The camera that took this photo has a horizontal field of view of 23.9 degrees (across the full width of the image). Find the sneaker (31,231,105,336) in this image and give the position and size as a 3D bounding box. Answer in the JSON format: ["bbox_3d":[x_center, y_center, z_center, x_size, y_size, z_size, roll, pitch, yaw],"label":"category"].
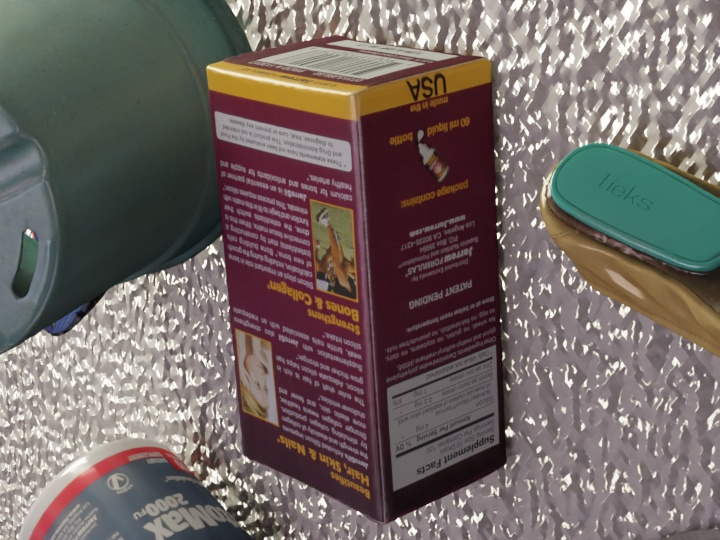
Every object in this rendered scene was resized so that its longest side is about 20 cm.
[{"bbox_3d":[-0.172,-0.057,0.987,0.078,0.075,0.202,13,112,10],"label":"sneaker"}]

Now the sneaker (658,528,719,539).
[{"bbox_3d":[0.126,0.192,0.744,0.116,0.074,0.200,53,139,2],"label":"sneaker"}]

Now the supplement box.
[{"bbox_3d":[0.000,0.000,0.797,0.110,0.085,0.202,17,118,47],"label":"supplement box"}]

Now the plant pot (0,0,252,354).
[{"bbox_3d":[-0.173,-0.058,0.840,0.198,0.196,0.202,6,112,16],"label":"plant pot"}]

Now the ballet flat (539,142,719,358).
[{"bbox_3d":[0.152,0.010,0.641,0.200,0.069,0.063,36,159,42],"label":"ballet flat"}]

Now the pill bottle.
[{"bbox_3d":[-0.101,0.202,0.987,0.200,0.119,0.120,41,134,34],"label":"pill bottle"}]
